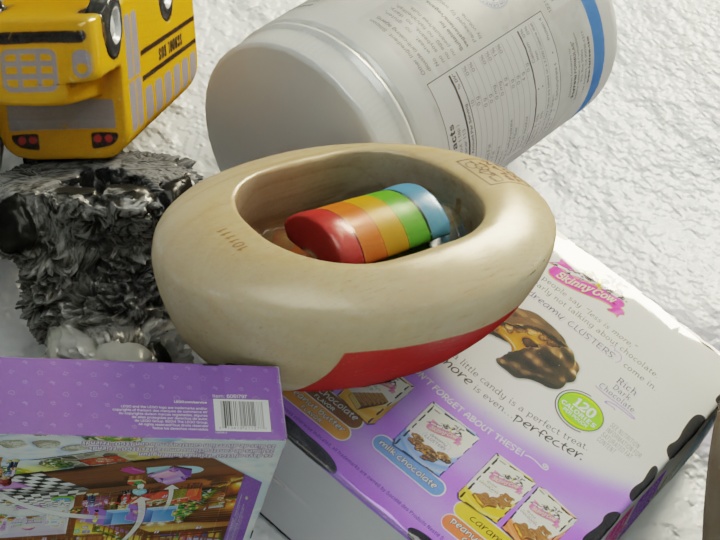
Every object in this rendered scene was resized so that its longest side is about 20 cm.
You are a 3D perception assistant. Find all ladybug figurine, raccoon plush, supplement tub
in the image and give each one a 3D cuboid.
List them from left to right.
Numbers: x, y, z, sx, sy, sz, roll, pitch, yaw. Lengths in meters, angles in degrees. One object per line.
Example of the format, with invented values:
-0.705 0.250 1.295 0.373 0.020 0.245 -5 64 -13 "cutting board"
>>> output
-0.117 0.010 0.841 0.097 0.134 0.200 -2 17 0 "raccoon plush"
0.000 0.000 0.758 0.200 0.072 0.136 -15 38 -36 "ladybug figurine"
0.031 -0.101 0.923 0.132 0.132 0.200 41 52 18 "supplement tub"

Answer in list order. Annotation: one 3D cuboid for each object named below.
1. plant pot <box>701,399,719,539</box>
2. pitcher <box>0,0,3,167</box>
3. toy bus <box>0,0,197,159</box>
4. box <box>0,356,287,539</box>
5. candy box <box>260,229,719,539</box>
0.245 0.113 0.773 0.173 0.200 0.200 3 45 19 "plant pot"
-0.251 -0.077 0.842 0.172 0.121 0.200 -6 41 9 "pitcher"
-0.131 -0.105 0.850 0.065 0.078 0.200 0 17 7 "toy bus"
-0.141 0.087 0.706 0.200 0.137 0.039 3 51 -15 "box"
0.057 0.069 0.825 0.168 0.072 0.200 39 51 17 "candy box"
